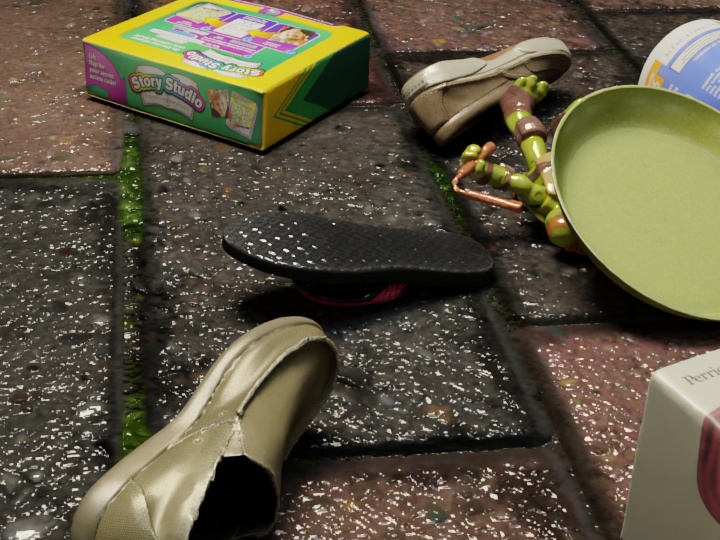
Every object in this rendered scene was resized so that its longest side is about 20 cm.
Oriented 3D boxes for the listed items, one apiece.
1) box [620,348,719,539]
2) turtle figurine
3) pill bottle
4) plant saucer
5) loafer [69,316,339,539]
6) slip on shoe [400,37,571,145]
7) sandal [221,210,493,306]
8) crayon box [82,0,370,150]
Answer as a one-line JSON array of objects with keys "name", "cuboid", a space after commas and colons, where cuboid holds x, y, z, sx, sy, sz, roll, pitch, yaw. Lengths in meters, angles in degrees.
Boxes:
[{"name": "box", "cuboid": [0.236, 0.127, 0.602, 0.126, 0.110, 0.200, -13, 34, -25]}, {"name": "turtle figurine", "cuboid": [0.156, -0.067, 0.975, 0.197, 0.065, 0.163, 12, 44, -10]}, {"name": "pill bottle", "cuboid": [0.317, -0.115, 1.025, 0.110, 0.114, 0.200, -9, 32, -20]}, {"name": "plant saucer", "cuboid": [0.219, -0.044, 0.907, 0.197, 0.031, 0.202, 10, 54, -14]}, {"name": "loafer", "cuboid": [-0.063, 0.099, 0.668, 0.067, 0.077, 0.200, 19, 44, 26]}, {"name": "slip on shoe", "cuboid": [0.121, -0.156, 1.136, 0.199, 0.076, 0.061, -17, 74, -44]}, {"name": "sandal", "cuboid": [0.000, 0.000, 0.879, 0.197, 0.046, 0.075, 5, 32, -27]}, {"name": "crayon box", "cuboid": [-0.118, -0.185, 1.162, 0.198, 0.059, 0.172, 19, 35, 26]}]
